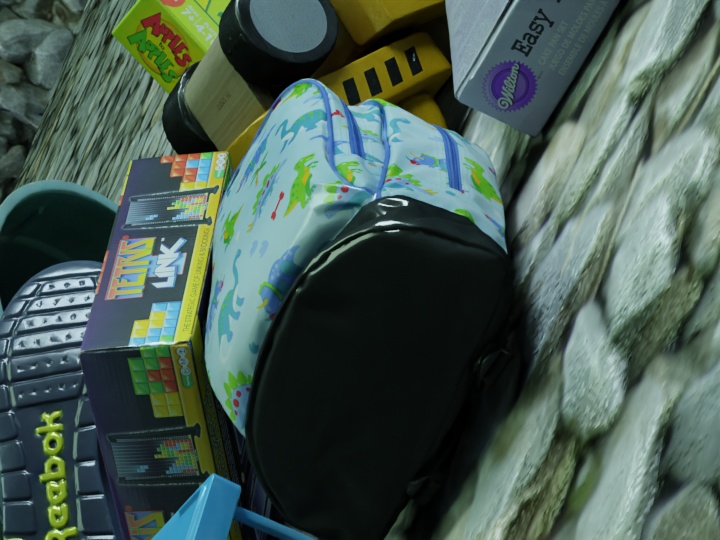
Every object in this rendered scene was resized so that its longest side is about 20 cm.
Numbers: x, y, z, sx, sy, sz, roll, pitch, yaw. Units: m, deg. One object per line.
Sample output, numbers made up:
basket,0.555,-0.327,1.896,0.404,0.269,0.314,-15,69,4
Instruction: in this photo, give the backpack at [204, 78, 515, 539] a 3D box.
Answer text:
backpack,0.000,0.000,1.112,0.164,0.153,0.200,-65,-3,27

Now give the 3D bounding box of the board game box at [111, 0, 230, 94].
board game box,-0.044,-0.157,1.456,0.048,0.102,0.200,-42,1,45

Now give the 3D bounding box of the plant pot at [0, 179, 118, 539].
plant pot,-0.219,0.080,1.539,0.196,0.200,0.201,-33,28,28

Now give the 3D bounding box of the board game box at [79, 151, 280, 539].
board game box,-0.083,0.070,1.228,0.166,0.056,0.201,-81,-15,-56

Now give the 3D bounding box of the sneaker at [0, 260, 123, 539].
sneaker,-0.142,0.094,1.241,0.082,0.073,0.202,65,-158,-65

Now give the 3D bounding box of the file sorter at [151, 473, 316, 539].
file sorter,-0.059,0.198,0.966,0.200,0.122,0.140,-47,21,53

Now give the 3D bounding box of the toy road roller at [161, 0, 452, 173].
toy road roller,0.005,-0.086,1.322,0.199,0.146,0.123,-28,-12,-35

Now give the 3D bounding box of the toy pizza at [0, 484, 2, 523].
toy pizza,-0.145,0.140,1.377,0.032,0.201,0.200,-25,-9,-30

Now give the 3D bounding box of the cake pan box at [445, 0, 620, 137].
cake pan box,0.102,-0.181,1.192,0.201,0.052,0.184,-60,12,22
